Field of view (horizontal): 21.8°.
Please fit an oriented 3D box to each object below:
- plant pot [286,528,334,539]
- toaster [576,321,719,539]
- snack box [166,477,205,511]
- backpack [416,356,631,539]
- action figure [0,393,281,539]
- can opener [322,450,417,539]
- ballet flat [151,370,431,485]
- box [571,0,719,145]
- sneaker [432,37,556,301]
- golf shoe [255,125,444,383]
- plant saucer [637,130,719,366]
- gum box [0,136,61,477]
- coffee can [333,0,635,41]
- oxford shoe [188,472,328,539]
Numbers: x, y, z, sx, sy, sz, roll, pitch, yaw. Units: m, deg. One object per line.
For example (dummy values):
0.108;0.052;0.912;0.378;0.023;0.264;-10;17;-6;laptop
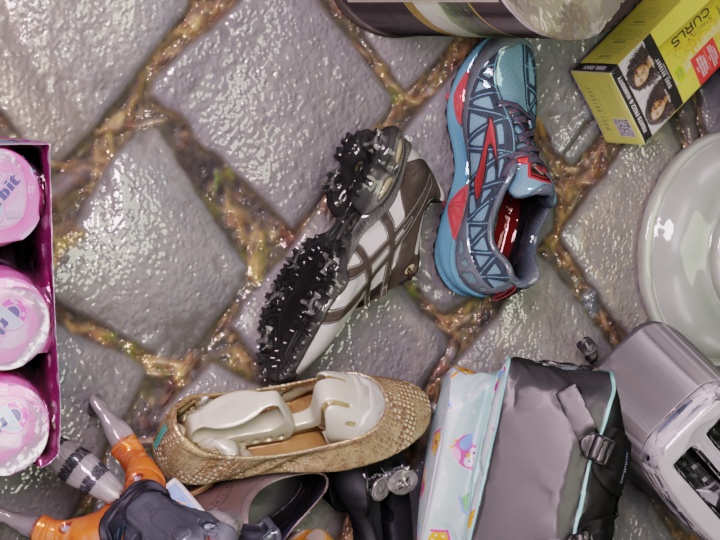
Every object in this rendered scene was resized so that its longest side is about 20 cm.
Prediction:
-0.030;0.288;1.289;0.200;0.200;0.184;-35;99;-26;plant pot
0.262;0.131;1.487;0.114;0.129;0.200;-43;121;-1;toaster
-0.175;0.227;1.223;0.200;0.024;0.072;-39;72;-15;snack box
0.123;0.153;1.380;0.200;0.152;0.178;25;73;-72;backpack
-0.155;0.180;1.168;0.200;0.193;0.105;-43;147;-30;action figure
0.014;0.190;1.370;0.063;0.078;0.202;-26;121;-24;can opener
-0.044;0.103;1.275;0.198;0.071;0.066;-12;149;-13;ballet flat
0.258;-0.190;1.501;0.200;0.050;0.076;-44;119;-24;box
0.116;-0.077;1.388;0.079;0.095;0.202;1;96;-36;sneaker
0.000;0.000;1.327;0.094;0.077;0.201;35;77;-34;golf shoe
0.319;-0.016;1.571;0.199;0.050;0.202;-5;99;-35;plant saucer
-0.238;0.020;1.136;0.066;0.113;0.202;-6;100;-35;gum box
0.081;-0.232;1.277;0.145;0.199;0.148;-6;100;-34;coffee can
-0.106;0.189;1.278;0.200;0.072;0.072;-42;119;-23;oxford shoe
